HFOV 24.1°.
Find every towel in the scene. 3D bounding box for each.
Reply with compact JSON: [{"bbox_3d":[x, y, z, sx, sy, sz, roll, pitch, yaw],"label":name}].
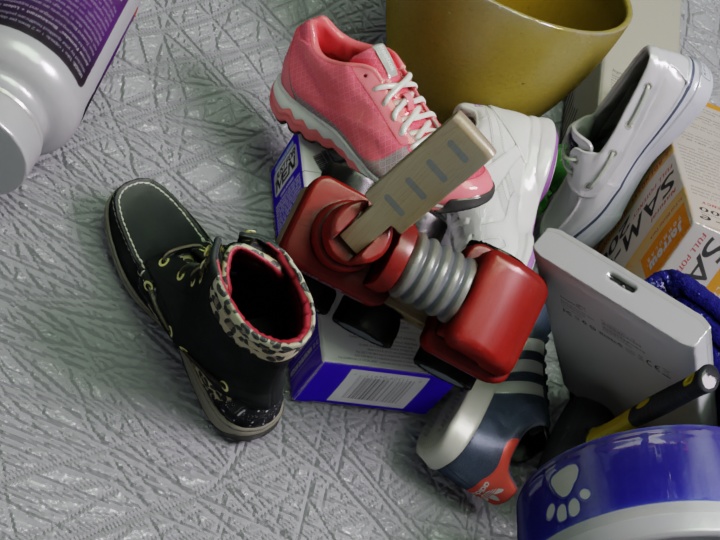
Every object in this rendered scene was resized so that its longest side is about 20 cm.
[{"bbox_3d":[0.274,0.092,1.204,0.050,0.200,0.148,-43,49,-4],"label":"towel"}]

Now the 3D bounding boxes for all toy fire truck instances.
[{"bbox_3d":[0.048,-0.013,1.080,0.175,0.200,0.130,28,83,-9],"label":"toy fire truck"}]

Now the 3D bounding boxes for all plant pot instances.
[{"bbox_3d":[0.098,-0.187,1.356,0.198,0.143,0.201,18,32,-12],"label":"plant pot"}]

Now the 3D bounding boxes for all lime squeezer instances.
[{"bbox_3d":[0.154,-0.085,1.373,0.199,0.071,0.038,-37,59,-24],"label":"lime squeezer"}]

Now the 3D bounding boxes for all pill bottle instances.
[{"bbox_3d":[-0.234,-0.151,1.180,0.111,0.112,0.201,27,49,-10],"label":"pill bottle"}]

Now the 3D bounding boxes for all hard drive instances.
[{"bbox_3d":[0.187,0.060,1.169,0.131,0.200,0.026,34,73,28],"label":"hard drive"}]

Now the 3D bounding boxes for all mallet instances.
[{"bbox_3d":[0.185,0.092,1.137,0.041,0.200,0.066,33,55,-8],"label":"mallet"}]

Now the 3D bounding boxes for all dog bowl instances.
[{"bbox_3d":[0.205,0.186,1.138,0.198,0.200,0.079,13,52,-21],"label":"dog bowl"}]

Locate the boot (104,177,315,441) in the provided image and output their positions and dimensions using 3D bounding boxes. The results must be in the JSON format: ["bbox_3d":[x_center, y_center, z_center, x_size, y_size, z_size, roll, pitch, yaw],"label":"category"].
[{"bbox_3d":[-0.099,-0.001,1.120,0.073,0.154,0.205,-24,74,-24],"label":"boot"}]

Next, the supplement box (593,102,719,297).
[{"bbox_3d":[0.243,-0.040,1.332,0.073,0.127,0.201,20,34,-16],"label":"supplement box"}]

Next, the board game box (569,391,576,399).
[{"bbox_3d":[0.258,0.101,1.337,0.198,0.035,0.137,16,52,-19],"label":"board game box"}]

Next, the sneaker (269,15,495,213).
[{"bbox_3d":[0.015,-0.113,1.206,0.199,0.087,0.074,35,40,25],"label":"sneaker"}]

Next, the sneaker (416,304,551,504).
[{"bbox_3d":[0.114,0.089,1.246,0.084,0.075,0.201,41,53,-10],"label":"sneaker"}]

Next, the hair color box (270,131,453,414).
[{"bbox_3d":[0.000,0.000,1.241,0.108,0.065,0.202,9,57,-24],"label":"hair color box"}]

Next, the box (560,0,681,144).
[{"bbox_3d":[0.231,-0.174,1.488,0.082,0.068,0.201,24,50,-14],"label":"box"}]

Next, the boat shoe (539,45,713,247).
[{"bbox_3d":[0.188,-0.096,1.313,0.066,0.201,0.074,23,29,-23],"label":"boat shoe"}]

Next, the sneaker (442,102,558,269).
[{"bbox_3d":[0.085,-0.039,1.259,0.099,0.075,0.201,20,56,-7],"label":"sneaker"}]
